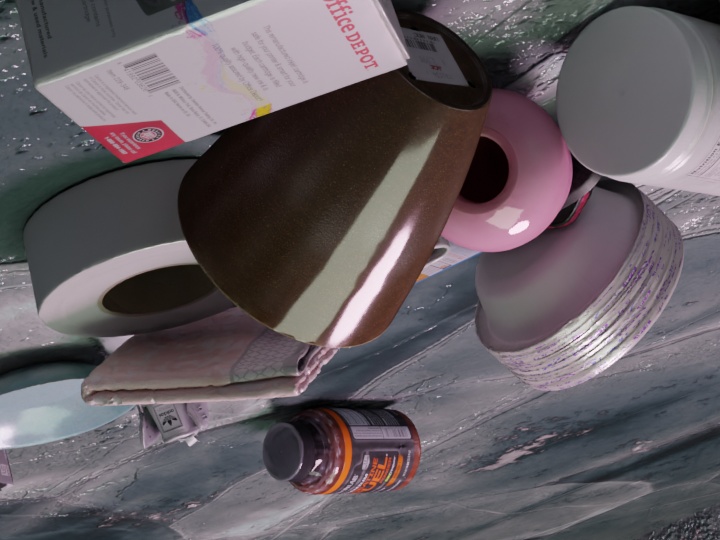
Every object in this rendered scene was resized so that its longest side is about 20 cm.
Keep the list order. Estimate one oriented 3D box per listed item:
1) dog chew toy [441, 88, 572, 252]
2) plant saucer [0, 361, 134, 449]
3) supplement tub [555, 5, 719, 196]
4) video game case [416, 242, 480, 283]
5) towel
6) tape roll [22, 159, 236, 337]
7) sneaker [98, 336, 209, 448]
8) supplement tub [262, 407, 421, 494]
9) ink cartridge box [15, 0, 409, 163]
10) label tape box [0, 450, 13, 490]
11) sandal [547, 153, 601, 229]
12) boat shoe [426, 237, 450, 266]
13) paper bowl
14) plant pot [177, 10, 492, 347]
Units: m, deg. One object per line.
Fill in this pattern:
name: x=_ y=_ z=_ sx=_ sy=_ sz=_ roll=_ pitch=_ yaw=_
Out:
dog chew toy: x=0.113 y=-0.078 z=1.353 sx=0.124 sy=0.125 sz=0.200 roll=-22 pitch=176 yaw=17
plant saucer: x=-0.320 y=0.128 z=1.711 sx=0.200 sy=0.039 sz=0.201 roll=-14 pitch=162 yaw=-5
supplement tub: x=0.259 y=-0.125 z=1.313 sx=0.200 sy=0.132 sz=0.132 roll=5 pitch=153 yaw=-44
video game case: x=0.024 y=-0.008 z=1.632 sx=0.200 sy=0.018 sz=0.143 roll=-26 pitch=159 yaw=27
towel: x=-0.114 y=0.065 z=1.446 sx=0.190 sy=0.032 sz=0.200 roll=-4 pitch=-166 yaw=15
tape roll: x=-0.166 y=-0.014 z=1.381 sx=0.202 sy=0.071 sz=0.203 roll=-14 pitch=161 yaw=-5
sneaker: x=-0.191 y=0.098 z=1.607 sx=0.075 sy=0.115 sz=0.200 roll=-18 pitch=161 yaw=5
supplement tub: x=-0.026 y=0.222 z=2.105 sx=0.200 sy=0.107 sz=0.107 roll=5 pitch=153 yaw=-46
ink cartridge box: x=-0.087 y=-0.152 z=1.031 sx=0.199 sy=0.086 sz=0.148 roll=-20 pitch=160 yaw=7
label tape box: x=-0.476 y=0.208 z=1.772 sx=0.144 sy=0.063 sz=0.200 roll=-22 pitch=161 yaw=15
sandal: x=0.167 y=-0.067 z=1.487 sx=0.045 sy=0.075 sz=0.200 roll=22 pitch=156 yaw=-14
boat shoe: x=0.000 y=0.000 z=1.458 sx=0.200 sy=0.065 sz=0.074 roll=-32 pitch=162 yaw=-34
paper bowl: x=0.184 y=0.000 z=1.546 sx=0.200 sy=0.201 sz=0.104 roll=-30 pitch=117 yaw=37
plant pot: x=-0.001 y=-0.080 z=1.204 sx=0.187 sy=0.187 sz=0.200 roll=1 pitch=140 yaw=-40
